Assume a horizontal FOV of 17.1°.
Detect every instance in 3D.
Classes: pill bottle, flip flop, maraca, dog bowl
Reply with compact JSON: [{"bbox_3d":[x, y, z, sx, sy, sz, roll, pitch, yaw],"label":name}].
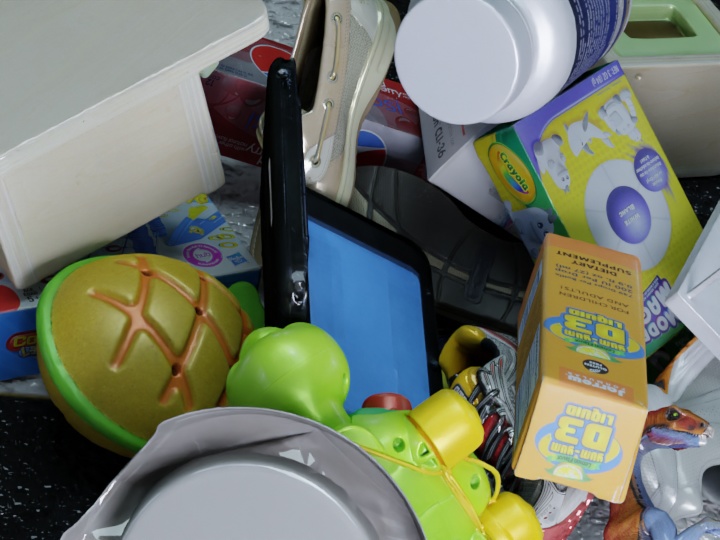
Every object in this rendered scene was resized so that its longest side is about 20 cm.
[{"bbox_3d":[0.094,-0.158,1.512,0.110,0.112,0.200,23,26,14],"label":"pill bottle"},{"bbox_3d":[0.064,-0.002,1.576,0.199,0.058,0.082,23,72,-1],"label":"flip flop"},{"bbox_3d":[-0.106,0.052,1.412,0.199,0.107,0.138,5,57,-43],"label":"maraca"},{"bbox_3d":[-0.054,0.165,1.207,0.199,0.202,0.059,18,7,7],"label":"dog bowl"}]

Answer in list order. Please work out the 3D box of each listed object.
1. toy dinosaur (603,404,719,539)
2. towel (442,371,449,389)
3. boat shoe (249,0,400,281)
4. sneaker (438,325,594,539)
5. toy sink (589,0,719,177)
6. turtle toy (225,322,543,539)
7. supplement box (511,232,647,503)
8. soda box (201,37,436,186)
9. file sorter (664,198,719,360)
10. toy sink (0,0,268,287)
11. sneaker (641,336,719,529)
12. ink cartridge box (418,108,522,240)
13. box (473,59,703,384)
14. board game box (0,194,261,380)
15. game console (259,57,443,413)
[{"bbox_3d":[0.162,0.157,1.312,0.199,0.105,0.182,6,51,-42],"label":"toy dinosaur"},{"bbox_3d":[0.032,0.115,1.444,0.085,0.018,0.201,10,35,-11],"label":"towel"},{"bbox_3d":[-0.038,-0.089,1.551,0.065,0.201,0.072,18,5,-34],"label":"boat shoe"},{"bbox_3d":[0.084,0.104,1.412,0.082,0.078,0.200,27,23,-20],"label":"sneaker"},{"bbox_3d":[0.190,-0.170,1.799,0.129,0.113,0.200,-4,39,-23],"label":"toy sink"},{"bbox_3d":[-0.002,0.117,1.297,0.145,0.201,0.101,-34,25,-9],"label":"turtle toy"},{"bbox_3d":[0.127,0.052,1.375,0.066,0.069,0.200,15,27,-3],"label":"supplement box"},{"bbox_3d":[-0.037,-0.105,1.637,0.199,0.064,0.070,17,32,-25],"label":"soda box"},{"bbox_3d":[0.317,0.027,1.495,0.200,0.124,0.139,46,38,-6],"label":"file sorter"},{"bbox_3d":[-0.158,-0.102,1.443,0.199,0.112,0.130,-30,50,-16],"label":"toy sink"},{"bbox_3d":[0.215,0.100,1.490,0.092,0.076,0.200,44,43,12],"label":"sneaker"},{"bbox_3d":[0.105,-0.086,1.622,0.199,0.067,0.117,33,29,-26],"label":"ink cartridge box"},{"bbox_3d":[0.164,-0.022,1.548,0.117,0.048,0.201,-33,100,-39],"label":"box"},{"bbox_3d":[-0.194,-0.023,1.522,0.199,0.056,0.196,-10,42,-29],"label":"board game box"},{"bbox_3d":[0.000,0.000,1.414,0.115,0.177,0.201,0,46,-6],"label":"game console"}]
